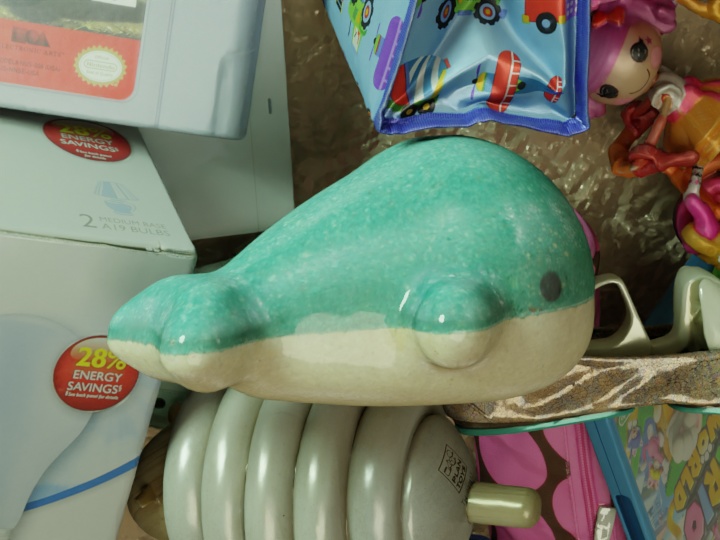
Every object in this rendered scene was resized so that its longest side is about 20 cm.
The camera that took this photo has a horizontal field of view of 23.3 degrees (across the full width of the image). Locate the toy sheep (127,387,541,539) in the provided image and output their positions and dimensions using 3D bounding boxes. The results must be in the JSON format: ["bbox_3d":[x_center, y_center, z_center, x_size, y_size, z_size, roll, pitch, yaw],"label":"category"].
[{"bbox_3d":[-0.015,0.102,0.785,0.198,0.138,0.139,-2,121,17],"label":"toy sheep"}]

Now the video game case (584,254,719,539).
[{"bbox_3d":[0.183,0.105,0.919,0.018,0.143,0.201,5,130,39],"label":"video game case"}]

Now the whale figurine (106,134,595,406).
[{"bbox_3d":[0.000,0.000,0.698,0.198,0.159,0.105,-5,97,-28],"label":"whale figurine"}]

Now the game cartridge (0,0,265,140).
[{"bbox_3d":[-0.137,-0.136,0.752,0.198,0.041,0.134,7,96,-10],"label":"game cartridge"}]

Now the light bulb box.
[{"bbox_3d":[-0.196,0.039,0.759,0.197,0.125,0.201,6,118,-25],"label":"light bulb box"}]

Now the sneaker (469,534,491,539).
[{"bbox_3d":[0.001,0.218,0.909,0.199,0.070,0.078,-28,113,4],"label":"sneaker"}]

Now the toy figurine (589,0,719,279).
[{"bbox_3d":[0.158,-0.094,0.811,0.183,0.151,0.200,33,118,-12],"label":"toy figurine"}]

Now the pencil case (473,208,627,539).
[{"bbox_3d":[0.096,0.067,0.892,0.090,0.094,0.201,-16,119,-2],"label":"pencil case"}]

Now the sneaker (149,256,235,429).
[{"bbox_3d":[-0.063,0.084,0.881,0.117,0.074,0.202,-7,112,-11],"label":"sneaker"}]

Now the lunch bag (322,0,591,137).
[{"bbox_3d":[0.044,-0.177,0.718,0.093,0.151,0.202,-1,118,-11],"label":"lunch bag"}]

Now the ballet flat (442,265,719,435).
[{"bbox_3d":[0.133,0.034,0.797,0.198,0.068,0.068,-5,101,-5],"label":"ballet flat"}]

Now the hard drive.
[{"bbox_3d":[-0.133,-0.071,0.813,0.198,0.026,0.133,-7,119,-8],"label":"hard drive"}]
